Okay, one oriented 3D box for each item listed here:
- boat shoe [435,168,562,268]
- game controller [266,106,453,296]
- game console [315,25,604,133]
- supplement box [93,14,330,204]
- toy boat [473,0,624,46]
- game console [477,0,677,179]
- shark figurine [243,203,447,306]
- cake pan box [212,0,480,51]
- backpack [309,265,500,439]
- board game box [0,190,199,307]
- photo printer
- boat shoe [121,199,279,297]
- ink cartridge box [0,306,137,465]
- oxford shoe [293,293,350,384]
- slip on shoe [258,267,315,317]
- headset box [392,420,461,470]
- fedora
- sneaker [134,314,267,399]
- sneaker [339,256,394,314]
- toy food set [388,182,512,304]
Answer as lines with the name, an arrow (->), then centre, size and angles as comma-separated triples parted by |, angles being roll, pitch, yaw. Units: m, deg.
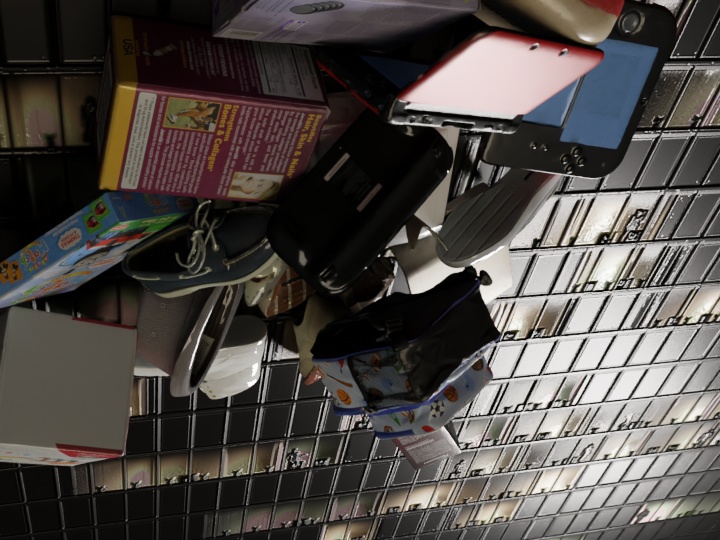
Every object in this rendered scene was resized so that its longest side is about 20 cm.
boat shoe -> 0.170, -0.066, 1.152 | 0.199, 0.074, 0.067 | -40, 152, -8
game controller -> 0.001, -0.075, 0.977 | 0.201, 0.104, 0.042 | -49, 173, -11
game console -> 0.089, -0.195, 0.915 | 0.198, 0.172, 0.120 | -3, 128, -47
supplement box -> -0.145, -0.148, 0.955 | 0.196, 0.104, 0.132 | 4, 137, -23
toy boat -> 0.153, -0.286, 0.898 | 0.198, 0.130, 0.133 | 26, 90, -25
game console -> 0.229, -0.193, 1.059 | 0.174, 0.031, 0.203 | 3, 123, -23
shark figurine -> -0.026, -0.046, 1.050 | 0.211, 0.130, 0.090 | -16, 161, 8
cake pan box -> -0.020, -0.229, 0.851 | 0.181, 0.053, 0.200 | 1, -179, -20
backpack -> 0.046, 0.097, 1.136 | 0.188, 0.157, 0.199 | -7, -166, 43
board game box -> -0.280, -0.025, 1.033 | 0.198, 0.037, 0.151 | -28, 177, 23
photo printer -> 0.020, -0.103, 1.095 | 0.163, 0.070, 0.202 | -7, 141, -9
boat shoe -> -0.159, -0.026, 1.020 | 0.197, 0.076, 0.062 | -13, 155, 33
ink cartridge box -> -0.358, 0.139, 1.138 | 0.143, 0.148, 0.199 | 11, 162, -29
oxford shoe -> -0.053, 0.088, 1.313 | 0.071, 0.074, 0.201 | -38, 168, -29
slip on shoe -> -0.093, -0.005, 1.185 | 0.075, 0.061, 0.201 | -23, 162, -13
headset box -> 0.059, 0.156, 1.357 | 0.074, 0.150, 0.201 | -22, 142, 8
fedora -> -0.197, 0.040, 1.150 | 0.089, 0.177, 0.203 | 24, 109, 3
sneaker -> -0.218, 0.125, 1.283 | 0.196, 0.074, 0.117 | -6, 138, -15
sneaker -> 0.000, 0.000, 1.183 | 0.075, 0.071, 0.200 | -32, 172, -1
toy food set -> 0.113, -0.005, 1.258 | 0.142, 0.061, 0.201 | -32, 144, -9
